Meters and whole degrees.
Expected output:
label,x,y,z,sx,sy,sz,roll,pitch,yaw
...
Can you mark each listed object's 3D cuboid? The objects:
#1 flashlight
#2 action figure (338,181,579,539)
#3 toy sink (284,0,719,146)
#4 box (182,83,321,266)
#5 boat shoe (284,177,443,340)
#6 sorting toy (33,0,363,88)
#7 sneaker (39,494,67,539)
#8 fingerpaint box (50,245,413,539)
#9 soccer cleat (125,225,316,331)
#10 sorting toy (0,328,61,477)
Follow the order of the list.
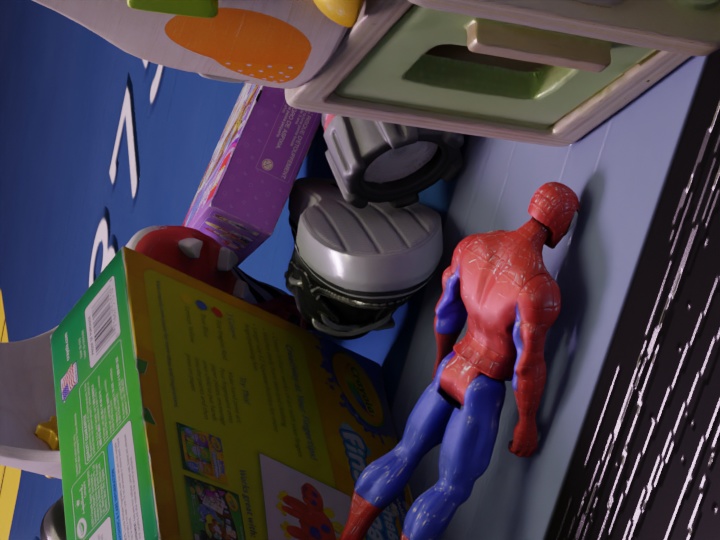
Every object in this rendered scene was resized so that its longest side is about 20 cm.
label,x,y,z,sx,sy,sz,roll,pitch,yaw
flashlight,-0.010,-0.129,0.972,0.068,0.067,0.201,-34,62,23
action figure,0.045,0.054,0.829,0.065,0.051,0.202,40,115,44
toy sink,0.062,-0.129,0.730,0.200,0.129,0.113,143,131,-64
box,-0.055,-0.074,1.104,0.200,0.039,0.138,149,145,-77
boat shoe,0.000,0.000,0.989,0.200,0.071,0.072,-121,33,-78
sorting toy,-0.082,-0.168,0.687,0.107,0.178,0.202,-143,60,-69
sneaker,-0.095,0.171,0.978,0.090,0.199,0.070,-43,49,19
fingerpaint box,-0.056,0.106,0.929,0.073,0.166,0.201,-47,35,26
soccer cleat,-0.093,0.018,1.071,0.200,0.084,0.069,28,-102,-64
sorting toy,-0.209,0.100,1.367,0.200,0.178,0.108,-116,37,-59
